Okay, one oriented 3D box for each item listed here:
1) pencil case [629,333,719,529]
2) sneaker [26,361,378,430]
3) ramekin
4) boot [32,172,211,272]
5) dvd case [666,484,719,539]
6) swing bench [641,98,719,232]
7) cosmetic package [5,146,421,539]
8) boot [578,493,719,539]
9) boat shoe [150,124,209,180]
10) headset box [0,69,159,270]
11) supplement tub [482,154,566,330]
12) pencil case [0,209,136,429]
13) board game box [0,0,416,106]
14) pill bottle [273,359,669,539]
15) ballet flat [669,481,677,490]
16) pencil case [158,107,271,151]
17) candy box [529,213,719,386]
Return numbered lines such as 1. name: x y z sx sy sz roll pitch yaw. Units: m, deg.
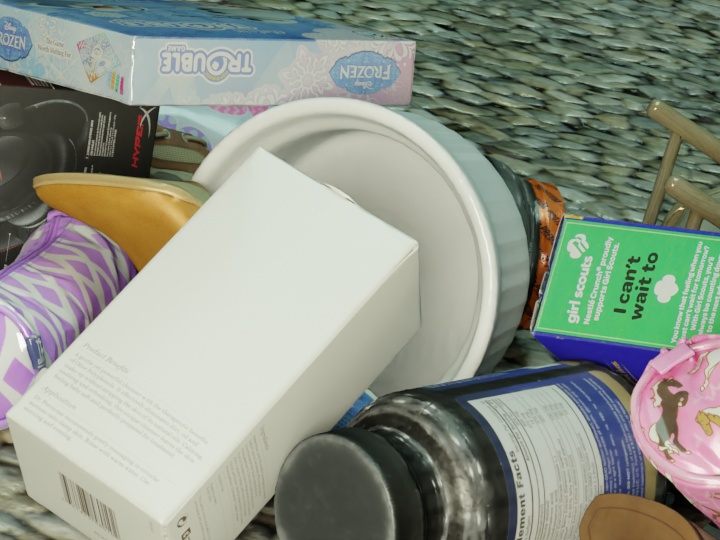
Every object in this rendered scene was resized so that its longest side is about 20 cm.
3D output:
1. pencil case: 0.203 0.100 1.459 0.083 0.087 0.200 9 -19 30
2. sneaker: -0.077 0.098 1.527 0.199 0.079 0.089 1 30 -10
3. ramekin: 0.000 0.000 1.657 0.200 0.201 0.098 18 12 21
4. boot: -0.096 0.024 1.606 0.200 0.145 0.071 9 3 16
5. dvd case: 0.223 0.143 1.625 0.199 0.022 0.146 0 21 -29
6. swing bench: 0.276 -0.007 1.950 0.199 0.130 0.199 16 17 -3
7. cosmetic package: -0.069 0.048 1.446 0.107 0.085 0.200 33 64 23
8. boot: 0.211 0.180 1.419 0.146 0.070 0.200 13 23 -35
9. boat shoe: -0.159 -0.068 1.885 0.200 0.076 0.072 20 42 -53
10. headset box: -0.233 -0.051 1.742 0.199 0.149 0.075 2 18 -24
11. supplement tub: 0.023 -0.019 1.836 0.199 0.123 0.123 6 19 -16
12. pencil case: -0.189 0.026 1.635 0.084 0.086 0.200 -18 9 16
13. board game box: -0.106 -0.130 1.707 0.199 0.044 0.199 -2 13 -38
14. pill bottle: 0.056 0.111 1.478 0.200 0.112 0.112 -8 26 -44
15. ballet flat: 0.257 0.123 1.579 0.199 0.057 0.066 16 17 15
16. pencil case: -0.149 -0.087 2.009 0.199 0.083 0.091 10 31 -4
17. candy box: 0.217 0.044 1.553 0.199 0.077 0.169 6 -20 32
